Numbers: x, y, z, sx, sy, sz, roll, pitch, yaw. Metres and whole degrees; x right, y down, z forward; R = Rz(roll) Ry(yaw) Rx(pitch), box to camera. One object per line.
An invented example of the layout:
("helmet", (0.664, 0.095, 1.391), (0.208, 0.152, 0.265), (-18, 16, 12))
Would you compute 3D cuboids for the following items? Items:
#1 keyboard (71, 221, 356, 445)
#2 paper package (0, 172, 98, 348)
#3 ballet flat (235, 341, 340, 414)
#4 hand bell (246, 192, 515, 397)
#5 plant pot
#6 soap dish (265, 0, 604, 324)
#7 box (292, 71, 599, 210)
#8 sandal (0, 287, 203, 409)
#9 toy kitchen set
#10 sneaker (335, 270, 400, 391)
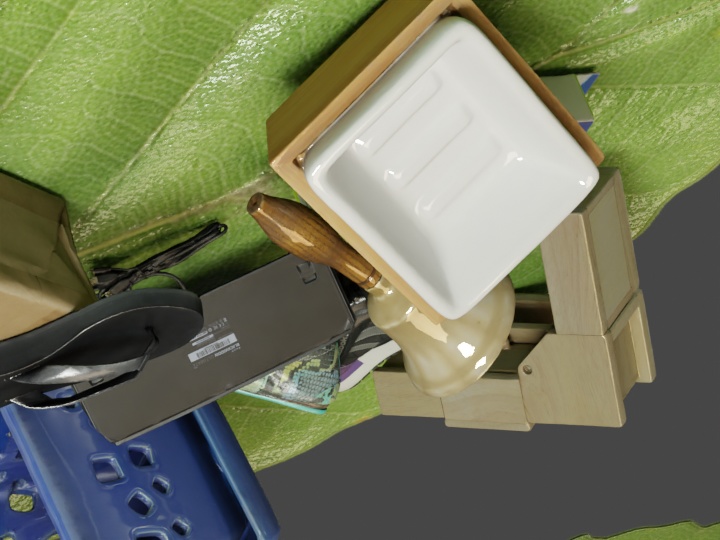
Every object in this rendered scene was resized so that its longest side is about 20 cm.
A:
("keyboard", (-0.113, 0.030, 1.661), (0.199, 0.021, 0.127), (-25, 113, -4))
("paper package", (-0.292, 0.024, 1.490), (0.200, 0.104, 0.190), (-34, 153, 19))
("ballet flat", (-0.110, 0.051, 1.714), (0.199, 0.074, 0.074), (10, 144, -13))
("hand bell", (0.000, 0.000, 1.615), (0.200, 0.104, 0.104), (30, 125, -36))
("plant pot", (-0.182, 0.185, 1.776), (0.179, 0.200, 0.200), (-14, 153, -33))
("soap dish", (0.045, -0.077, 1.514), (0.157, 0.081, 0.200), (-45, 133, 2))
("box", (0.066, -0.079, 1.644), (0.199, 0.048, 0.122), (-6, 149, -29))
("sandal", (-0.188, 0.065, 1.485), (0.199, 0.043, 0.076), (-20, 154, -9))
("toy kitchen set", (0.121, 0.002, 1.830), (0.199, 0.181, 0.163), (1, -153, 28))
("sneaker", (-0.004, 0.025, 1.754), (0.087, 0.076, 0.200), (9, 140, -37))
